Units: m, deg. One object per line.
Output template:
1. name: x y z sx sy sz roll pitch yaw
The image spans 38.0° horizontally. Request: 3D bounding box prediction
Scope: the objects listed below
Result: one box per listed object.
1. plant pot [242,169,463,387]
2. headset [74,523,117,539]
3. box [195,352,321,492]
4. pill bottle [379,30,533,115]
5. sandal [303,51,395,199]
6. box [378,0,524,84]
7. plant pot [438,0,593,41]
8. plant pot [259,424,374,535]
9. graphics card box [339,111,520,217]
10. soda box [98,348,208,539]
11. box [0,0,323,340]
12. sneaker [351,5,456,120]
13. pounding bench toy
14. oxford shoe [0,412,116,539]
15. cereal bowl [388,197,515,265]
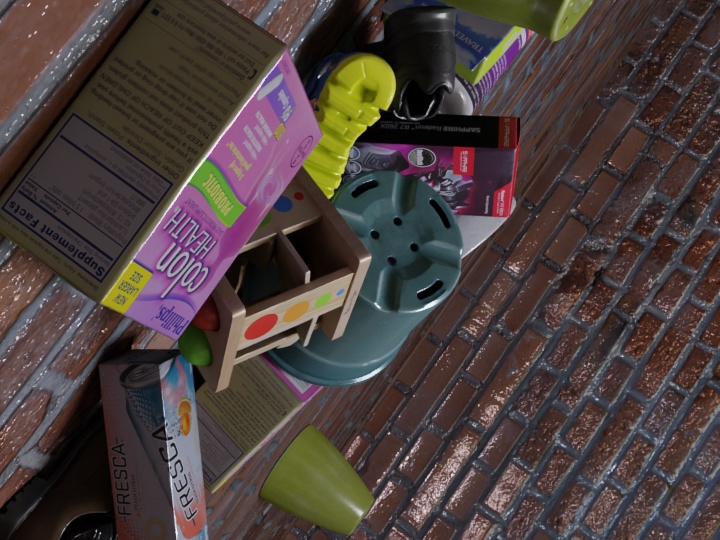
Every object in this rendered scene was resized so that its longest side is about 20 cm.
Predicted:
1. plant pot: 0.000 0.000 1.084 0.200 0.200 0.196 -49 -176 -30
2. headset: -0.304 0.290 1.148 0.124 0.093 0.201 99 12 -57
3. box: -0.113 0.139 1.246 0.200 0.097 0.176 -45 177 32
4. pill bottle: 0.107 -0.244 1.189 0.200 0.112 0.113 -53 169 -15
5. sandal: -0.043 -0.130 0.994 0.200 0.079 0.087 -48 -151 17
6. box: 0.116 -0.281 1.092 0.200 0.122 0.048 -49 168 -31
7. plant pot: 0.121 -0.298 0.886 0.201 0.192 0.201 -52 168 -16
8. plant pot: -0.077 0.457 2.189 0.187 0.199 0.187 -52 168 -16
9. graphics card box: 0.072 -0.117 1.153 0.126 0.198 0.051 85 11 -58
10. soda box: -0.193 0.177 0.985 0.064 0.068 0.202 -27 114 -69
11. box: -0.130 -0.069 0.730 0.200 0.096 0.176 -54 169 -6
12. sneaker: 0.039 -0.181 1.000 0.075 0.091 0.200 -7 175 -13
13. pounding bench toy: -0.107 0.028 0.941 0.155 0.124 0.200 -24 153 -29
14. oxford shoe: -0.256 0.206 1.019 0.200 0.084 0.073 -51 166 -32
15. cereal bowl: 0.089 -0.058 1.283 0.200 0.084 0.200 -36 -171 6
